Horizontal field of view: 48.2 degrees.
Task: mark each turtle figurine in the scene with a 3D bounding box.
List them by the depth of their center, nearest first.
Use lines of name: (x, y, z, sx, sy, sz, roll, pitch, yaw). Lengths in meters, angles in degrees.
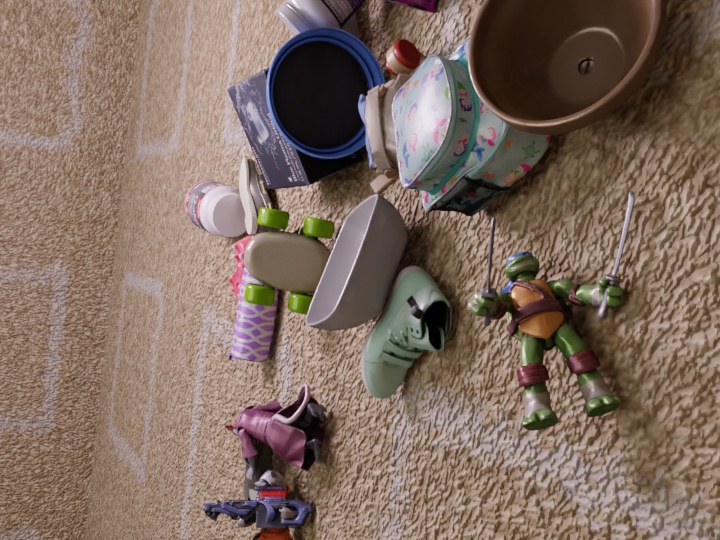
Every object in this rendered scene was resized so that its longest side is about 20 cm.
turtle figurine: (0.191, 0.048, 0.813, 0.200, 0.142, 0.196, -48, 48, 53)

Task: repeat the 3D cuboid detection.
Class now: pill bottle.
pill bottle: (-0.042, -0.463, 1.295, 0.200, 0.112, 0.113, -47, 36, 3)
pill bottle: (-0.322, -0.139, 1.836, 0.199, 0.114, 0.118, 22, 104, 61)

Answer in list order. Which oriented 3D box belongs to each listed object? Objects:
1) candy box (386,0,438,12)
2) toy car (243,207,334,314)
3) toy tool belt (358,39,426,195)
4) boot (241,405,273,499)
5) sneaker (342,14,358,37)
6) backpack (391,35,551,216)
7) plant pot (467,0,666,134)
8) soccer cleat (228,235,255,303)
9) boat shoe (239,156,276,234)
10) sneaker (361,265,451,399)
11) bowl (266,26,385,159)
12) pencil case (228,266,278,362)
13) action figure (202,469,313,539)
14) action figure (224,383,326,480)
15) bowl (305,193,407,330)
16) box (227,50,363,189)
candy box: (0.067, -0.487, 1.149, 0.061, 0.135, 0.203, 39, 119, 55)
toy car: (-0.124, -0.021, 1.471, 0.200, 0.155, 0.167, -77, -1, -87)
toy tool belt: (0.042, -0.220, 1.163, 0.123, 0.124, 0.203, -33, 55, 45)
boot: (-0.199, 0.364, 1.502, 0.131, 0.067, 0.203, 76, -172, -67)
sneaker: (-0.062, -0.416, 1.425, 0.118, 0.073, 0.203, -20, 59, 53)
backpack: (0.133, -0.180, 0.968, 0.199, 0.149, 0.180, -34, 55, 50)
plant pot: (0.218, -0.227, 0.828, 0.199, 0.092, 0.204, -10, 72, 33)
soccer cleat: (-0.235, 0.001, 1.715, 0.067, 0.076, 0.201, 54, 151, 29)
boat shoe: (-0.219, -0.159, 1.707, 0.072, 0.059, 0.204, 112, 151, -48)
sneaker: (0.062, 0.106, 1.107, 0.118, 0.073, 0.203, -130, 54, -61)
bowl: (-0.056, -0.279, 1.274, 0.039, 0.198, 0.204, -169, 86, -67)
pencil case: (-0.210, 0.088, 1.629, 0.086, 0.083, 0.203, -79, 0, -83)
action figure: (-0.181, 0.452, 1.438, 0.105, 0.197, 0.196, 51, -133, -82)
action figure: (-0.159, 0.277, 1.390, 0.197, 0.150, 0.135, 3, 50, 27)
bowl: (0.000, 0.000, 1.187, 0.200, 0.074, 0.202, 151, 141, -73)
box: (-0.116, -0.253, 1.385, 0.199, 0.117, 0.199, 7, 121, 64)
